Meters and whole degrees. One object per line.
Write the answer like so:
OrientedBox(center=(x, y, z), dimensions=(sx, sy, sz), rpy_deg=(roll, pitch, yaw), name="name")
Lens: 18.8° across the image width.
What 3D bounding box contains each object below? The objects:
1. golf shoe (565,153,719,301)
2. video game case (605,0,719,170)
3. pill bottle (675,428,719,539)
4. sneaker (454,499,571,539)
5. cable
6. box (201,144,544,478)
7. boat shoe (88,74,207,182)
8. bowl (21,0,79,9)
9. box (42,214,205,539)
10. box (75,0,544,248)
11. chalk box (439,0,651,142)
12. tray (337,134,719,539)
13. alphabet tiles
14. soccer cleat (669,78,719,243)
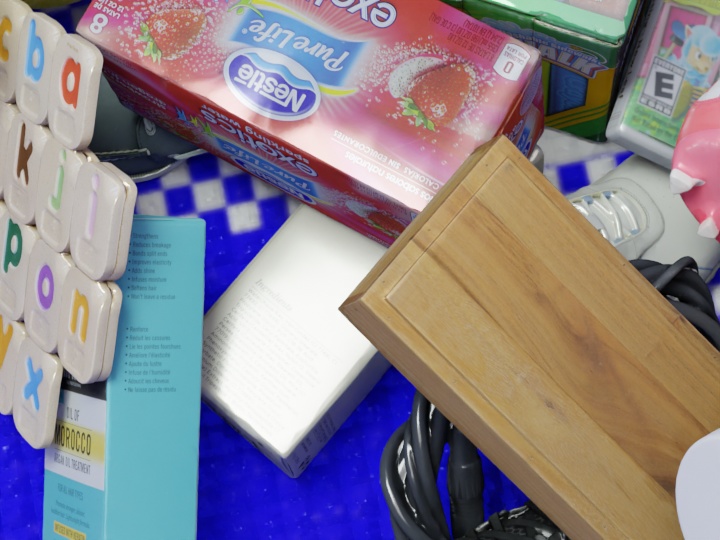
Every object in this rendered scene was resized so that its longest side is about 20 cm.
OrientedBox(center=(0.115, -0.008, 1.057), dimensions=(0.200, 0.097, 0.078), rpy_deg=(-39, 71, -8), name="golf shoe")
OrientedBox(center=(0.237, -0.109, 1.077), dimensions=(0.199, 0.022, 0.183), rpy_deg=(24, 78, -14), name="video game case")
OrientedBox(center=(0.229, 0.072, 0.896), dimensions=(0.199, 0.112, 0.113), rpy_deg=(-22, 74, -30), name="pill bottle")
OrientedBox(center=(0.067, 0.142, 0.966), dimensions=(0.099, 0.070, 0.201), rpy_deg=(33, 90, -24), name="sneaker")
OrientedBox(center=(0.098, 0.076, 1.029), dimensions=(0.163, 0.051, 0.201), rpy_deg=(27, 94, -21), name="cable")
OrientedBox(center=(0.000, 0.000, 1.077), dimensions=(0.082, 0.068, 0.200), rpy_deg=(40, 81, 13), name="box")
OrientedBox(center=(-0.086, -0.092, 1.108), dimensions=(0.199, 0.062, 0.073), rpy_deg=(-7, 76, 2), name="boat shoe")
OrientedBox(center=(-0.134, -0.200, 1.104), dimensions=(0.108, 0.200, 0.201), rpy_deg=(42, 79, -32), name="bowl")
OrientedBox(center=(-0.114, 0.074, 1.028), dimensions=(0.049, 0.082, 0.201), rpy_deg=(1, 92, -29), name="box")
OrientedBox(center=(-0.020, -0.089, 1.016), dimensions=(0.199, 0.100, 0.096), rpy_deg=(28, 79, 13), name="box")
OrientedBox(center=(0.084, -0.162, 1.044), dimensions=(0.123, 0.200, 0.126), rpy_deg=(18, 77, 8), name="chalk box")
OrientedBox(center=(0.096, 0.048, 0.928), dimensions=(0.200, 0.037, 0.099), rpy_deg=(45, 72, -9), name="tray")
OrientedBox(center=(-0.159, -0.025, 1.037), dimensions=(0.015, 0.200, 0.197), rpy_deg=(-2, 110, -31), name="alphabet tiles")
OrientedBox(center=(0.206, -0.005, 1.027), dimensions=(0.066, 0.200, 0.077), rpy_deg=(-4, 41, 40), name="soccer cleat")
